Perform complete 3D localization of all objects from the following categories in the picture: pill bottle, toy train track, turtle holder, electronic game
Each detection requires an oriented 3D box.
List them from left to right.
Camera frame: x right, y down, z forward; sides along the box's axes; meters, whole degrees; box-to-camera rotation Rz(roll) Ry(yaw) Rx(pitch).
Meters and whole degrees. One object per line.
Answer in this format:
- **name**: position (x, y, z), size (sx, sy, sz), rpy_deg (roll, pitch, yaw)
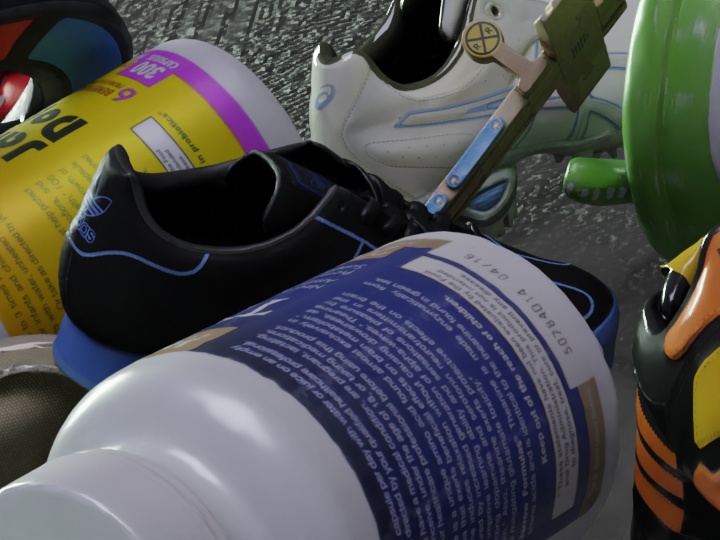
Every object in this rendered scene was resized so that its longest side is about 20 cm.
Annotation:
- **electronic game**: position (-0.168, -0.034, 1.086), size (0.199, 0.200, 0.042), rpy_deg (-29, 72, -23)
- **pill bottle**: position (-0.115, 0.006, 1.050), size (0.200, 0.105, 0.104), rpy_deg (-33, 34, -28)
- **pill bottle**: position (-0.020, 0.066, 0.849), size (0.111, 0.112, 0.200), rpy_deg (7, 20, 34)
- **toy train track**: position (0.040, -0.054, 1.056), size (0.032, 0.115, 0.200), rpy_deg (36, 85, 15)
- **turtle holder**: position (0.160, -0.057, 1.024), size (0.131, 0.186, 0.142), rpy_deg (9, 72, 24)

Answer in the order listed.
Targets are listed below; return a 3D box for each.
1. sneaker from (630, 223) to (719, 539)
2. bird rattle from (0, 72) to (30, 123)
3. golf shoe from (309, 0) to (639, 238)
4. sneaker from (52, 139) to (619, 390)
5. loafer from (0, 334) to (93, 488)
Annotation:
- **sneaker**: position (0.104, 0.037, 0.787), size (0.070, 0.090, 0.200), rpy_deg (-15, -10, -4)
- **bird rattle**: position (-0.199, -0.074, 1.237), size (0.200, 0.113, 0.163), rpy_deg (-30, 15, -31)
- **golf shoe**: position (0.059, -0.084, 1.131), size (0.078, 0.098, 0.200), rpy_deg (14, 39, 42)
- **sneaker**: position (0.000, 0.000, 0.975), size (0.199, 0.078, 0.070), rpy_deg (0, 31, -24)
- **loafer**: position (-0.154, 0.093, 0.951), size (0.200, 0.076, 0.068), rpy_deg (-34, 27, -13)
